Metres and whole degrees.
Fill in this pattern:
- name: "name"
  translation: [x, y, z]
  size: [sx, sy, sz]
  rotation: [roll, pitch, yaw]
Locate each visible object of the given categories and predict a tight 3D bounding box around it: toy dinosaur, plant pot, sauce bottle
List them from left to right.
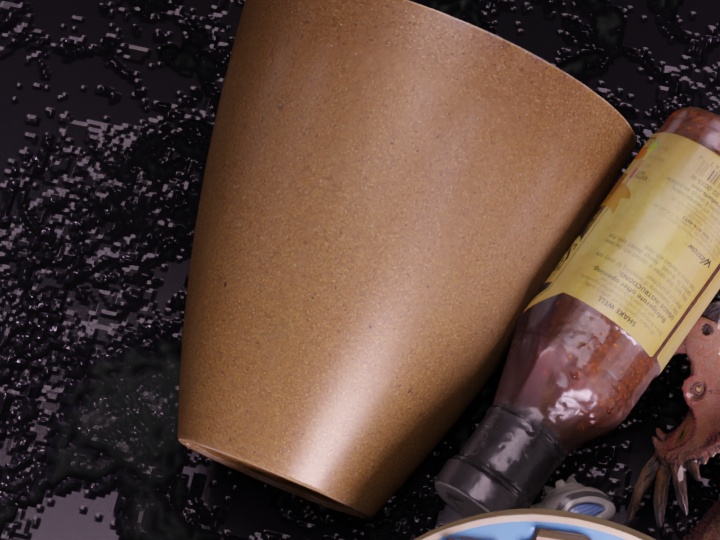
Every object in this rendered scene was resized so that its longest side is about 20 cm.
- name: "plant pot"
  translation: [0.000, 0.000, 1.081]
  size: [0.186, 0.186, 0.201]
  rotation: [20, 80, 10]
- name: "sauce bottle"
  translation: [0.103, 0.023, 1.045]
  size: [0.066, 0.066, 0.200]
  rotation: [34, 73, 15]
- name: "toy dinosaur"
  translation: [0.165, 0.129, 1.061]
  size: [0.135, 0.086, 0.200]
  rotation: [18, 71, 8]

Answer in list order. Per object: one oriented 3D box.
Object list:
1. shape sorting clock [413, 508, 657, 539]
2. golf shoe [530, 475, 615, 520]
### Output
- name: "shape sorting clock"
  translation: [0.077, 0.192, 0.997]
  size: [0.199, 0.039, 0.201]
  rotation: [3, 103, 14]
- name: "golf shoe"
  translation: [0.029, 0.164, 1.052]
  size: [0.199, 0.078, 0.097]
  rotation: [-20, 73, -7]
